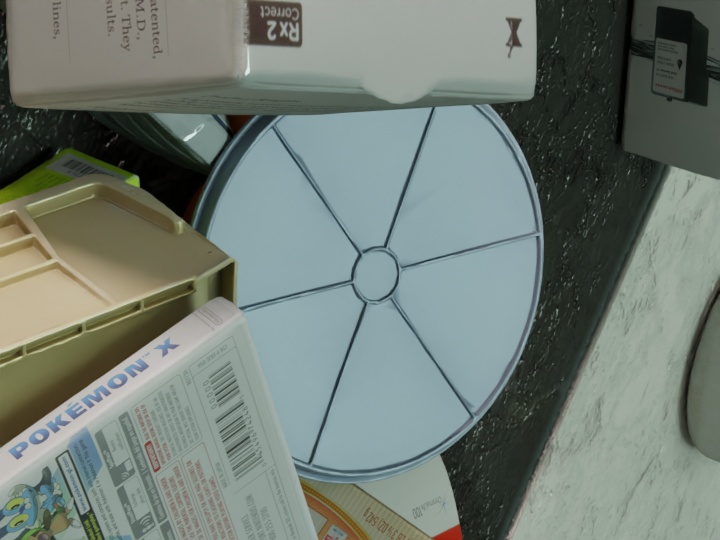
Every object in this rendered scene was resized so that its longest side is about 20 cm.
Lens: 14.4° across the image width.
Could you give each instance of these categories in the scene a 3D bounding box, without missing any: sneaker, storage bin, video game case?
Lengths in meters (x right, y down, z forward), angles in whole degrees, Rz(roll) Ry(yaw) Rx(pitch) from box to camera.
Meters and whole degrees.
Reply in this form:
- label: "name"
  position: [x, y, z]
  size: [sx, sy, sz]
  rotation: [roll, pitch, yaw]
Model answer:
- label: "sneaker"
  position: [-0.096, -0.107, 1.253]
  size: [0.071, 0.073, 0.200]
  rotation: [-60, 153, -13]
- label: "storage bin"
  position: [-0.152, 0.087, 1.178]
  size: [0.198, 0.094, 0.201]
  rotation: [-21, 128, -32]
- label: "video game case"
  position: [-0.099, 0.133, 1.160]
  size: [0.182, 0.022, 0.201]
  rotation: [-35, 136, -21]

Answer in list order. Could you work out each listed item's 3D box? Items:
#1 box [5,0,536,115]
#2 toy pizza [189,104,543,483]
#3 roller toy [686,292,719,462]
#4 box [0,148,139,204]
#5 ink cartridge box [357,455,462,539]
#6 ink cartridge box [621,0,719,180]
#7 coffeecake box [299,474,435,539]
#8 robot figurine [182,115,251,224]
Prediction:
- label: "box"
  position: [-0.035, -0.166, 1.165]
  size: [0.198, 0.130, 0.201]
  rotation: [-2, 91, -52]
- label: "toy pizza"
  position: [0.000, 0.000, 1.337]
  size: [0.199, 0.032, 0.202]
  rotation: [-7, 102, -31]
- label: "roller toy"
  position: [0.350, 0.081, 2.213]
  size: [0.183, 0.139, 0.200]
  rotation: [-61, 154, -18]
- label: "box"
  position: [-0.153, 0.060, 1.285]
  size: [0.122, 0.047, 0.201]
  rotation: [-37, 139, -46]
- label: "ink cartridge box"
  position: [0.008, 0.131, 1.488]
  size: [0.047, 0.200, 0.160]
  rotation: [-57, 161, 23]
- label: "ink cartridge box"
  position: [0.245, -0.181, 1.878]
  size: [0.147, 0.083, 0.201]
  rotation: [-42, 144, -45]
- label: "coffeecake box"
  position: [-0.063, 0.183, 1.374]
  size: [0.201, 0.153, 0.073]
  rotation: [-56, 174, -3]
- label: "robot figurine"
  position: [-0.017, -0.018, 1.431]
  size: [0.200, 0.116, 0.145]
  rotation: [-31, 137, -53]
